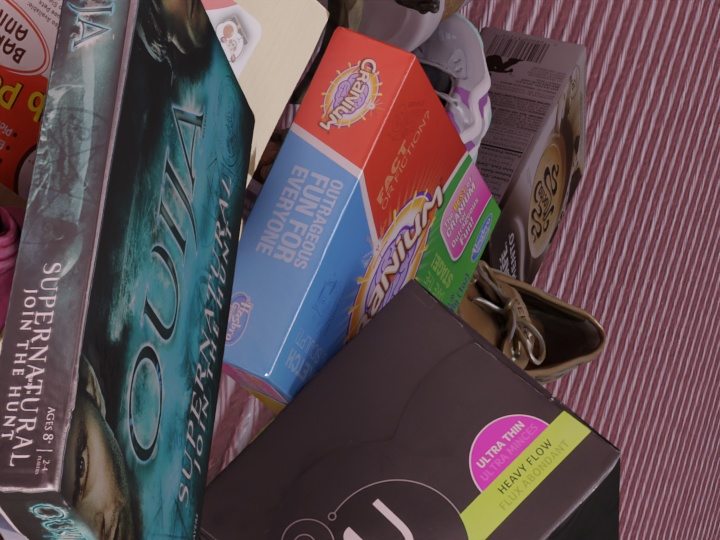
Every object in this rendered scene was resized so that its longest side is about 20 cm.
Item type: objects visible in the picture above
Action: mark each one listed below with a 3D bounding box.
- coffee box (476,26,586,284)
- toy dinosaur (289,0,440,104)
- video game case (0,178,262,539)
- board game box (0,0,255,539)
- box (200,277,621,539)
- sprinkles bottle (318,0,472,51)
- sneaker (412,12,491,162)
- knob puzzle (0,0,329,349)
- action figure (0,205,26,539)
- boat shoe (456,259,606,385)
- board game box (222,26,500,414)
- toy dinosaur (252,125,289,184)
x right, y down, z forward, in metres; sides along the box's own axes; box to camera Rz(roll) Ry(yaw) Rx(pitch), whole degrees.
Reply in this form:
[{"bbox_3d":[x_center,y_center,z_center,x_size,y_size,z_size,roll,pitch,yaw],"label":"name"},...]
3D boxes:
[{"bbox_3d":[0.085,-0.053,1.275,0.114,0.079,0.201,83,27,-44],"label":"coffee box"},{"bbox_3d":[0.008,-0.174,0.977,0.047,0.087,0.202,-46,143,-56],"label":"toy dinosaur"},{"bbox_3d":[-0.122,0.017,0.754,0.200,0.023,0.183,32,71,-53],"label":"video game case"},{"bbox_3d":[-0.072,0.001,0.618,0.136,0.028,0.202,68,24,-61],"label":"board game box"},{"bbox_3d":[0.027,0.129,0.866,0.149,0.124,0.200,-44,156,-15],"label":"box"},{"bbox_3d":[0.043,-0.178,1.100,0.200,0.068,0.069,-44,141,-58],"label":"sprinkles bottle"},{"bbox_3d":[0.026,-0.072,1.065,0.140,0.077,0.202,87,19,-74],"label":"sneaker"},{"bbox_3d":[-0.118,-0.057,0.696,0.218,0.030,0.222,-11,108,-39],"label":"knob puzzle"},{"bbox_3d":[-0.145,0.033,0.579,0.133,0.149,0.201,-7,129,-42],"label":"action figure"},{"bbox_3d":[0.086,0.031,1.123,0.200,0.062,0.074,10,66,-67],"label":"boat shoe"},{"bbox_3d":[0.000,0.000,0.889,0.154,0.040,0.200,-66,159,-10],"label":"board game box"},{"bbox_3d":[-0.047,-0.022,0.935,0.200,0.085,0.137,-35,141,-55],"label":"toy dinosaur"}]
